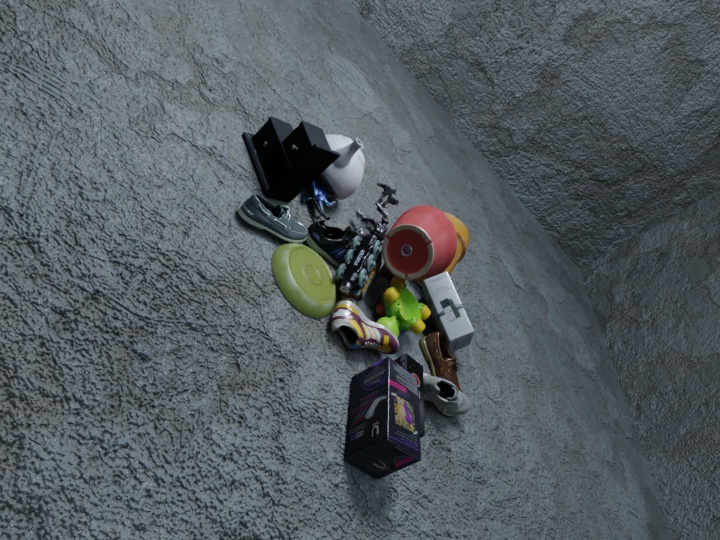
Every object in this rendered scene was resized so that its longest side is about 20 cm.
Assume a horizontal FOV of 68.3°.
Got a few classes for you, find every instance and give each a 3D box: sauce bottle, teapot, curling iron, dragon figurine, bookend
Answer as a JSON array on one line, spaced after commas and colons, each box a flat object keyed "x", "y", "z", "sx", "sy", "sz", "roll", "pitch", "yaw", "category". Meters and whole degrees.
[{"x": 0.093, "y": -0.002, "z": 1.553, "sx": 0.066, "sy": 0.066, "sz": 0.200, "roll": 51, "pitch": 32, "yaw": -6, "category": "sauce bottle"}, {"x": -0.054, "y": -0.310, "z": 1.503, "sx": 0.200, "sy": 0.145, "sz": 0.198, "roll": 50, "pitch": -3, "yaw": 39, "category": "teapot"}, {"x": -0.024, "y": -0.110, "z": 1.434, "sx": 0.200, "sy": 0.049, "sz": 0.026, "roll": 17, "pitch": 53, "yaw": -85, "category": "curling iron"}, {"x": -0.123, "y": -0.203, "z": 1.436, "sx": 0.099, "sy": 0.059, "sz": 0.202, "roll": 35, "pitch": 31, "yaw": -28, "category": "dragon figurine"}, {"x": -0.177, "y": -0.315, "z": 1.330, "sx": 0.091, "sy": 0.199, "sz": 0.202, "roll": 6, "pitch": 56, "yaw": -53, "category": "bookend"}]

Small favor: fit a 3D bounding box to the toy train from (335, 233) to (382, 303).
[{"x": 0.000, "y": 0.000, "z": 1.350, "sx": 0.115, "sy": 0.084, "sz": 0.202, "roll": 84, "pitch": 25, "yaw": -45, "category": "toy train"}]

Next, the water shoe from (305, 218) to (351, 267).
[{"x": -0.055, "y": -0.063, "z": 1.377, "sx": 0.198, "sy": 0.078, "sz": 0.072, "roll": 28, "pitch": 39, "yaw": -39, "category": "water shoe"}]

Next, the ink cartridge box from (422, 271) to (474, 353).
[{"x": 0.258, "y": 0.128, "z": 1.581, "sx": 0.147, "sy": 0.082, "sz": 0.203, "roll": 77, "pitch": -7, "yaw": -67, "category": "ink cartridge box"}]

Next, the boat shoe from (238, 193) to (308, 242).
[{"x": -0.190, "y": -0.122, "z": 1.244, "sx": 0.198, "sy": 0.062, "sz": 0.073, "roll": 21, "pitch": 27, "yaw": -44, "category": "boat shoe"}]

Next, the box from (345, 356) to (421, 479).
[{"x": 0.049, "y": 0.307, "z": 1.117, "sx": 0.106, "sy": 0.122, "sz": 0.202, "roll": 39, "pitch": 34, "yaw": -26, "category": "box"}]

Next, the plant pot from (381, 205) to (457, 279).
[{"x": 0.147, "y": -0.064, "z": 1.414, "sx": 0.202, "sy": 0.199, "sz": 0.177, "roll": 56, "pitch": 24, "yaw": 3, "category": "plant pot"}]

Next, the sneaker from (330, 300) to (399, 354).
[{"x": 0.008, "y": 0.161, "z": 1.266, "sx": 0.199, "sy": 0.075, "sz": 0.091, "roll": 36, "pitch": 42, "yaw": -19, "category": "sneaker"}]

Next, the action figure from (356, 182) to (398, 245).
[{"x": 0.045, "y": -0.151, "z": 1.593, "sx": 0.119, "sy": 0.100, "sz": 0.203, "roll": 52, "pitch": 56, "yaw": -68, "category": "action figure"}]

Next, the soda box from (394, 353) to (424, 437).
[{"x": 0.109, "y": 0.303, "z": 1.268, "sx": 0.071, "sy": 0.063, "sz": 0.202, "roll": 40, "pitch": 34, "yaw": -26, "category": "soda box"}]

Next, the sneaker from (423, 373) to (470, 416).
[{"x": 0.230, "y": 0.329, "z": 1.374, "sx": 0.198, "sy": 0.091, "sz": 0.077, "roll": 30, "pitch": 68, "yaw": -31, "category": "sneaker"}]

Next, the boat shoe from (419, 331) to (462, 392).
[{"x": 0.237, "y": 0.267, "z": 1.486, "sx": 0.071, "sy": 0.067, "sz": 0.203, "roll": 1, "pitch": 60, "yaw": -55, "category": "boat shoe"}]

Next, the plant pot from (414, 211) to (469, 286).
[{"x": 0.237, "y": -0.053, "z": 1.705, "sx": 0.200, "sy": 0.199, "sz": 0.185, "roll": 42, "pitch": 47, "yaw": -21, "category": "plant pot"}]

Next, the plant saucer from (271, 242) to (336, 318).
[{"x": -0.122, "y": 0.015, "z": 1.251, "sx": 0.199, "sy": 0.031, "sz": 0.202, "roll": 37, "pitch": 34, "yaw": -30, "category": "plant saucer"}]

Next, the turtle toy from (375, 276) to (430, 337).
[{"x": 0.096, "y": 0.115, "z": 1.399, "sx": 0.146, "sy": 0.101, "sz": 0.200, "roll": 49, "pitch": 30, "yaw": -7, "category": "turtle toy"}]
